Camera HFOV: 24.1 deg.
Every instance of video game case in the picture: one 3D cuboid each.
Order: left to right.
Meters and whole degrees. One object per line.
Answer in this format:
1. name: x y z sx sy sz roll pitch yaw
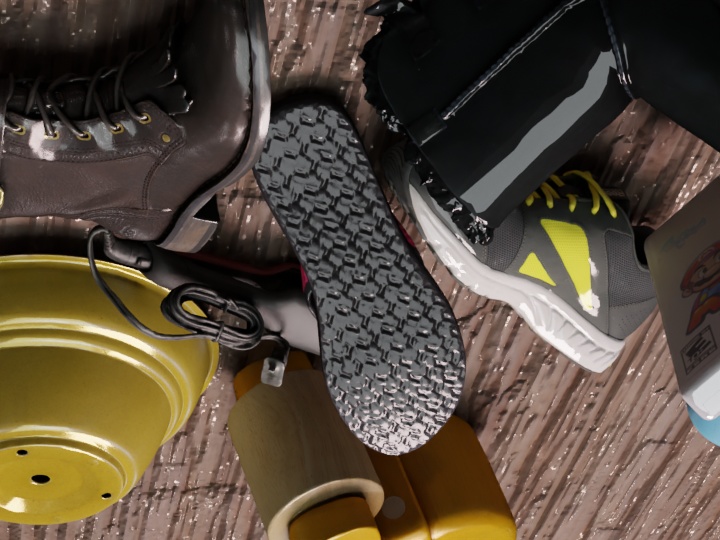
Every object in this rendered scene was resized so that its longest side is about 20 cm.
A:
1. video game case: 0.213 -0.039 0.751 0.024 0.182 0.200 43 108 -12

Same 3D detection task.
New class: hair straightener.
1. hair straightener: -0.053 0.020 0.881 0.198 0.077 0.041 21 121 -30

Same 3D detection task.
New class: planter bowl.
1. planter bowl: -0.174 0.082 0.921 0.198 0.084 0.201 -5 146 -3

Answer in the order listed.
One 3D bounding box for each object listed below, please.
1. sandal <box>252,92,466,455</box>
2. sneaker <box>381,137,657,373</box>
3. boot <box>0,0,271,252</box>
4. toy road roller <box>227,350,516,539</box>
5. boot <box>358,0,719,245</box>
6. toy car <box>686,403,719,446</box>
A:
1. sandal: 0.000 0.000 0.857 0.074 0.045 0.202 -21 110 1
2. sneaker: 0.090 -0.026 0.869 0.085 0.075 0.199 -45 132 13
3. boot: -0.138 -0.070 0.756 0.172 0.070 0.201 6 142 -19
4. toy road roller: 0.012 0.131 1.004 0.144 0.124 0.201 -21 145 -6
5. boot: 0.102 -0.071 0.714 0.162 0.199 0.073 -36 169 17
6. toy car: 0.293 0.086 0.930 0.174 0.202 0.185 1 141 -12
